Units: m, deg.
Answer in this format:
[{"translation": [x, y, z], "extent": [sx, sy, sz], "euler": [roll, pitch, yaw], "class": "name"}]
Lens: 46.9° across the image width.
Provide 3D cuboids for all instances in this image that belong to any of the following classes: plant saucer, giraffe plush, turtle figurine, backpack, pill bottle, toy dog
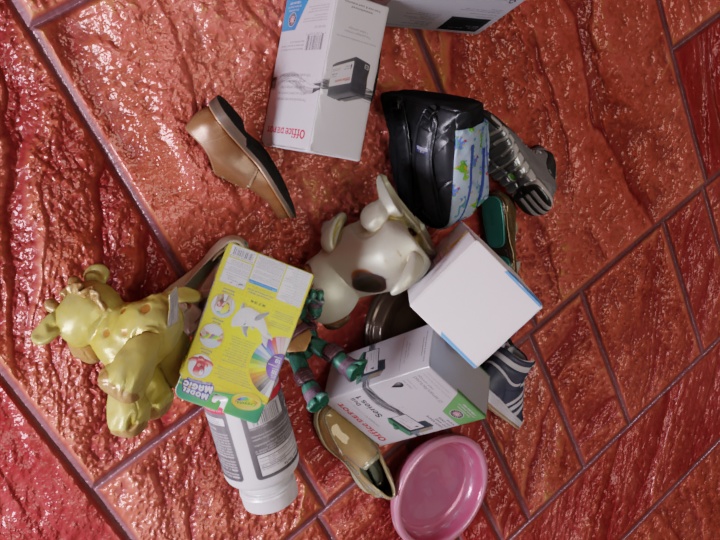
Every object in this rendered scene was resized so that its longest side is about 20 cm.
[{"translation": [0.126, 0.365, 1.395], "extent": [0.200, 0.051, 0.201], "euler": [-9, 107, -33], "class": "plant saucer"}, {"translation": [-0.304, 0.080, 1.017], "extent": [0.173, 0.162, 0.200], "euler": [-43, 150, -64], "class": "giraffe plush"}, {"translation": [-0.091, 0.086, 1.117], "extent": [0.150, 0.200, 0.101], "euler": [-46, 162, 6], "class": "turtle figurine"}, {"translation": [0.116, -0.158, 1.218], "extent": [0.154, 0.163, 0.200], "euler": [-18, 118, -44], "class": "backpack"}, {"translation": [-0.149, 0.237, 1.168], "extent": [0.111, 0.111, 0.200], "euler": [-21, 111, -26], "class": "pill bottle"}, {"translation": [0.096, 0.094, 1.334], "extent": [0.200, 0.029, 0.200], "euler": [-7, 104, -29], "class": "plant saucer"}, {"translation": [0.000, 0.000, 1.171], "extent": [0.200, 0.194, 0.140], "euler": [-32, 137, 15], "class": "toy dog"}]

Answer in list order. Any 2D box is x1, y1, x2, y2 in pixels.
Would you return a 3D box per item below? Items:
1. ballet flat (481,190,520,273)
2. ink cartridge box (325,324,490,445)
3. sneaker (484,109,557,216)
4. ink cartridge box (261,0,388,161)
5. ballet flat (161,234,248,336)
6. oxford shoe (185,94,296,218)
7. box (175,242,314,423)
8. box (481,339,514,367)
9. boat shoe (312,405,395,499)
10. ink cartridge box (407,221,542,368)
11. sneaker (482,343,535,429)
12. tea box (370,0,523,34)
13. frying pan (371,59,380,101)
[{"translation": [0.235, -0.034, 1.377], "extent": [0.072, 0.068, 0.200], "euler": [-15, 106, -48], "class": "ballet flat"}, {"translation": [0.067, 0.173, 1.228], "extent": [0.146, 0.200, 0.084], "euler": [43, 40, -30], "class": "ink cartridge box"}, {"translation": [0.253, -0.191, 1.352], "extent": [0.200, 0.075, 0.116], "euler": [52, 44, -12], "class": "sneaker"}, {"translation": [-0.050, -0.253, 1.096], "extent": [0.084, 0.145, 0.200], "euler": [7, 97, -33], "class": "ink cartridge box"}, {"translation": [-0.218, 0.034, 1.107], "extent": [0.069, 0.069, 0.200], "euler": [44, 78, -31], "class": "ballet flat"}, {"translation": [-0.157, -0.138, 1.116], "extent": [0.071, 0.071, 0.200], "euler": [-33, 120, 10], "class": "oxford shoe"}, {"translation": [-0.146, 0.079, 1.037], "extent": [0.117, 0.048, 0.200], "euler": [22, 80, -12], "class": "box"}, {"translation": [0.173, 0.129, 1.347], "extent": [0.143, 0.036, 0.200], "euler": [-52, 141, -11], "class": "box"}, {"translation": [0.001, 0.279, 1.289], "extent": [0.072, 0.076, 0.200], "euler": [-44, 119, -15], "class": "boat shoe"}, {"translation": [0.152, 0.026, 1.176], "extent": [0.129, 0.200, 0.125], "euler": [44, 98, -7], "class": "ink cartridge box"}, {"translation": [0.253, 0.193, 1.397], "extent": [0.109, 0.070, 0.200], "euler": [-55, 144, -5], "class": "sneaker"}, {"translation": [0.102, -0.442, 1.121], "extent": [0.200, 0.134, 0.197], "euler": [-5, 81, -30], "class": "tea box"}, {"translation": [0.004, -0.251, 1.158], "extent": [0.031, 0.115, 0.190], "euler": [9, 86, 9], "class": "frying pan"}]
